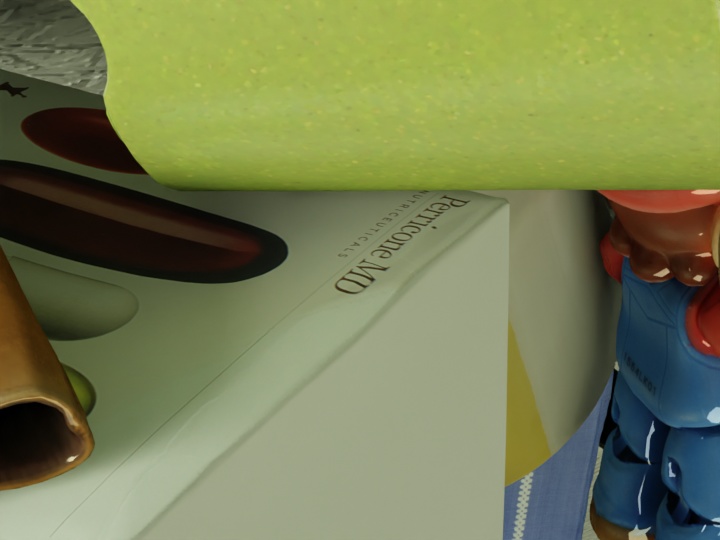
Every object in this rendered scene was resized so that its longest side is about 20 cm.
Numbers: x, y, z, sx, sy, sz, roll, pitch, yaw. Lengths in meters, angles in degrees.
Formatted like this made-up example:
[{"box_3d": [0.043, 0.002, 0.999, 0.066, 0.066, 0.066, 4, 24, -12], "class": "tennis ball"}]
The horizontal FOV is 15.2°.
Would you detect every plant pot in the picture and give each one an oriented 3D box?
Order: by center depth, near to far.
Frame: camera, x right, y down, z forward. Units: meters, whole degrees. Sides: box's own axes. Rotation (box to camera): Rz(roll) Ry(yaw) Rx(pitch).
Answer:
[{"box_3d": [0.035, -0.092, 0.610, 0.188, 0.202, 0.200, -9, 165, 14], "class": "plant pot"}]

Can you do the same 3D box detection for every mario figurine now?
[{"box_3d": [0.122, 0.006, 0.811, 0.106, 0.123, 0.201, -42, 142, -45], "class": "mario figurine"}]

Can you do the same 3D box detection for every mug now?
[{"box_3d": [0.008, -0.005, 0.836, 0.148, 0.188, 0.153, -1, 155, 5], "class": "mug"}]

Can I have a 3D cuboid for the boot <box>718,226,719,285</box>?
[{"box_3d": [0.166, -0.038, 0.705, 0.154, 0.201, 0.077, -9, 158, -2], "class": "boot"}]

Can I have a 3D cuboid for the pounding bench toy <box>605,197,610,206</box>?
[{"box_3d": [0.159, 0.006, 1.028, 0.124, 0.157, 0.200, -25, 161, 24], "class": "pounding bench toy"}]

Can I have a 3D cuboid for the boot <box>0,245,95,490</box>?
[{"box_3d": [-0.168, -0.002, 0.595, 0.187, 0.201, 0.069, -15, 143, -8], "class": "boot"}]

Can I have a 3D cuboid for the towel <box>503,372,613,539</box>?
[{"box_3d": [-0.011, 0.069, 0.973, 0.198, 0.024, 0.145, -2, 140, -5], "class": "towel"}]

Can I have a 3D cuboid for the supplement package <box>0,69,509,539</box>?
[{"box_3d": [-0.092, 0.060, 0.673, 0.199, 0.148, 0.191, 15, -147, 25], "class": "supplement package"}]

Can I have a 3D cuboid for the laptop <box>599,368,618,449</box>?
[{"box_3d": [0.054, 0.080, 1.125, 0.199, 0.117, 0.187, -20, -176, 9], "class": "laptop"}]
